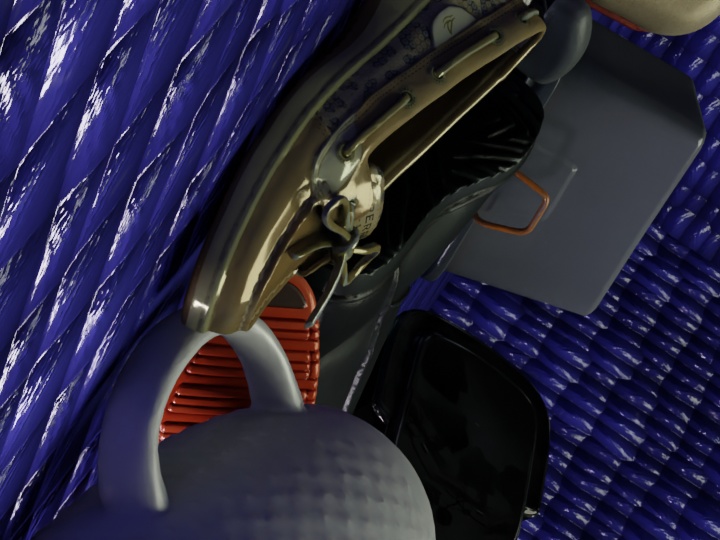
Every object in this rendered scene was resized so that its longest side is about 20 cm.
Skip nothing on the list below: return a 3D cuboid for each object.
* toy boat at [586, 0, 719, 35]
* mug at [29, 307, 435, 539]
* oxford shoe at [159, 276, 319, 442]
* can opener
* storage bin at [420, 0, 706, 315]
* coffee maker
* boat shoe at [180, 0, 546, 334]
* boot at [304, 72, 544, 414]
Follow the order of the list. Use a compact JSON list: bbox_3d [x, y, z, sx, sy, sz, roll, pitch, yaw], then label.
[{"bbox_3d":[0.204,-0.261,1.534,0.201,0.130,0.131,-58,-153,17],"label":"toy boat"},{"bbox_3d":[-0.054,0.111,0.936,0.175,0.147,0.202,-40,127,-50],"label":"mug"},{"bbox_3d":[-0.069,0.063,1.056,0.073,0.071,0.201,-104,-151,-48],"label":"oxford shoe"},{"bbox_3d":[0.075,-0.098,1.404,0.053,0.067,0.200,-52,174,-42],"label":"can opener"},{"bbox_3d":[0.127,-0.067,1.517,0.146,0.133,0.201,-91,-153,-57],"label":"storage bin"},{"bbox_3d":[-0.007,0.104,1.287,0.200,0.134,0.194,-33,-125,40],"label":"coffee maker"},{"bbox_3d":[0.002,-0.048,0.900,0.201,0.062,0.073,-55,176,-26],"label":"boat shoe"},{"bbox_3d":[0.000,0.000,1.156,0.200,0.076,0.169,-46,167,-43],"label":"boot"}]
